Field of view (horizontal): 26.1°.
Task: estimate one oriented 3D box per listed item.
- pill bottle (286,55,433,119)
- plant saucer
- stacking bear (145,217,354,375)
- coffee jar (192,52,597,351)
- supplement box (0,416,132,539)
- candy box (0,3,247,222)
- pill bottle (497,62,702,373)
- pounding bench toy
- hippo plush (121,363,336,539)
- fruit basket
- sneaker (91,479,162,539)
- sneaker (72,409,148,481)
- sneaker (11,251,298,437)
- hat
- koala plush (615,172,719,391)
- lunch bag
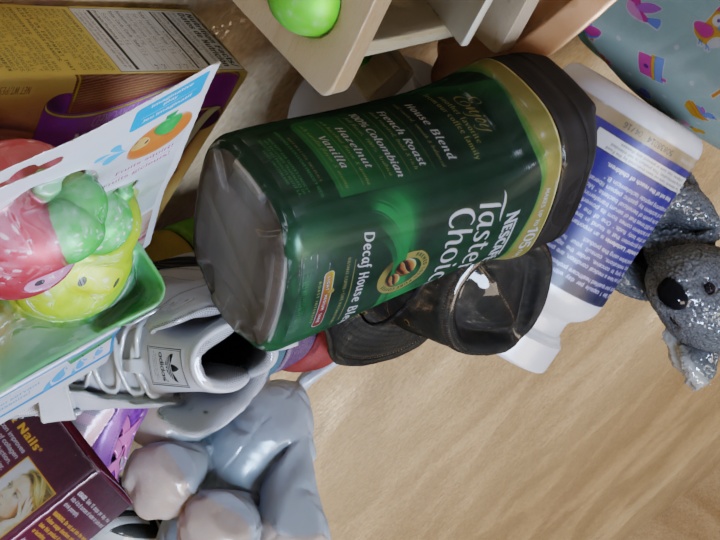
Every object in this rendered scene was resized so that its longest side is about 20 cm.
[{"bbox_3d":[0.030,-0.070,0.986,0.113,0.113,0.200,-46,158,8],"label":"pill bottle"},{"bbox_3d":[0.113,-0.174,0.874,0.200,0.032,0.200,-42,-166,12],"label":"plant saucer"},{"bbox_3d":[-0.113,0.024,0.919,0.199,0.113,0.122,-12,104,-33],"label":"stacking bear"},{"bbox_3d":[0.022,-0.038,0.764,0.199,0.085,0.105,-21,145,-29],"label":"coffee jar"},{"bbox_3d":[-0.250,0.151,0.909,0.200,0.110,0.086,-39,159,-10],"label":"supplement box"},{"bbox_3d":[-0.159,-0.065,0.741,0.200,0.057,0.117,-9,141,-52],"label":"candy box"},{"bbox_3d":[0.144,-0.035,1.104,0.201,0.116,0.116,-59,156,9],"label":"pill bottle"},{"bbox_3d":[-0.004,-0.152,0.756,0.156,0.124,0.200,-21,150,-43],"label":"pounding bench toy"},{"bbox_3d":[-0.112,0.149,1.127,0.158,0.201,0.161,19,142,-17],"label":"hippo plush"},{"bbox_3d":[-0.147,0.001,0.648,0.185,0.094,0.200,-31,177,-25],"label":"fruit basket"},{"bbox_3d":[-0.182,0.226,1.236,0.115,0.076,0.200,-43,149,13],"label":"sneaker"},{"bbox_3d":[-0.178,0.118,1.005,0.200,0.088,0.080,-45,157,1],"label":"sneaker"},{"bbox_3d":[-0.130,0.042,0.791,0.199,0.115,0.076,-13,106,-21],"label":"sneaker"},{"bbox_3d":[0.065,0.001,0.908,0.200,0.081,0.201,-38,151,-25],"label":"hat"},{"bbox_3d":[0.301,-0.003,1.463,0.178,0.200,0.183,-53,157,23],"label":"koala plush"},{"bbox_3d":[0.262,-0.158,1.143,0.122,0.170,0.200,-55,157,1],"label":"lunch bag"}]
